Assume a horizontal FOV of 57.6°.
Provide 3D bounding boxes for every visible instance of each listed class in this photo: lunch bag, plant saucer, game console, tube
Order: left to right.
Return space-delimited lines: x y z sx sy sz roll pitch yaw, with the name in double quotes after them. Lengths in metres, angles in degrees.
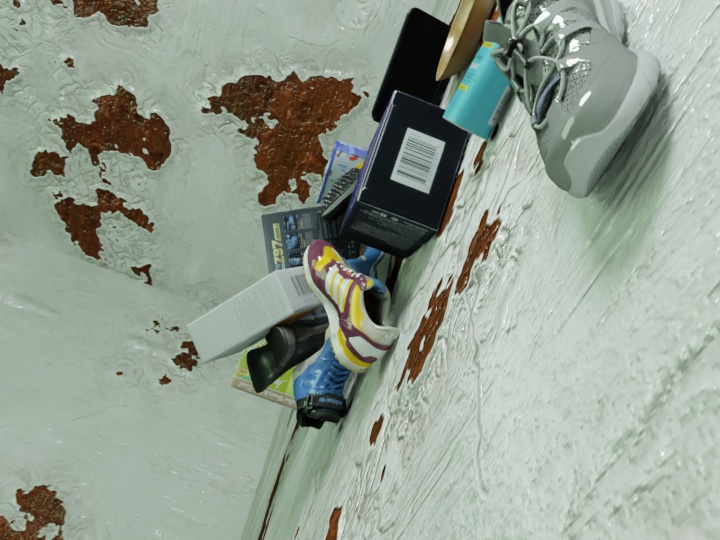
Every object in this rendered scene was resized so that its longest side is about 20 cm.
-0.004 -0.234 1.618 0.200 0.168 0.125 116 168 -62 "lunch bag"
0.102 -0.357 1.209 0.176 0.115 0.202 -90 21 -76 "game console"
0.172 -0.389 1.023 0.200 0.035 0.202 -160 90 -86 "plant saucer"
0.146 -0.225 0.620 0.201 0.050 0.078 -63 14 15 "tube"

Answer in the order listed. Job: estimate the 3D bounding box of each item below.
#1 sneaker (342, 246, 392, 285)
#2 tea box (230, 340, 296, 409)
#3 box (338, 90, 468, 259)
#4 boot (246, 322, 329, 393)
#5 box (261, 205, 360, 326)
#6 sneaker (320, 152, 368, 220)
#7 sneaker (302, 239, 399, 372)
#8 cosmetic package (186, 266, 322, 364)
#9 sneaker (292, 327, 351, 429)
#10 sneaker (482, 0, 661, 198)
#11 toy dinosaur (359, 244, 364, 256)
0.000 0.000 0.983 0.200 0.088 0.079 -73 -6 -68 "sneaker"
-0.171 0.205 1.504 0.134 0.198 0.199 134 155 -77 "tea box"
0.051 -0.113 0.849 0.200 0.103 0.149 132 157 -77 "box"
-0.081 0.130 1.062 0.200 0.173 0.070 -45 61 48 "boot"
-0.076 -0.006 1.106 0.051 0.156 0.202 168 94 -87 "box"
0.023 -0.127 1.025 0.200 0.090 0.070 -40 23 30 "sneaker"
-0.008 0.025 0.833 0.090 0.075 0.201 -45 53 29 "sneaker"
-0.165 0.070 1.036 0.199 0.072 0.101 -29 -8 27 "cosmetic package"
-0.035 0.156 0.938 0.200 0.076 0.112 -44 40 37 "sneaker"
0.102 -0.109 0.363 0.201 0.081 0.075 -76 8 -53 "sneaker"
0.004 -0.052 1.164 0.201 0.104 0.183 -79 7 -51 "toy dinosaur"
